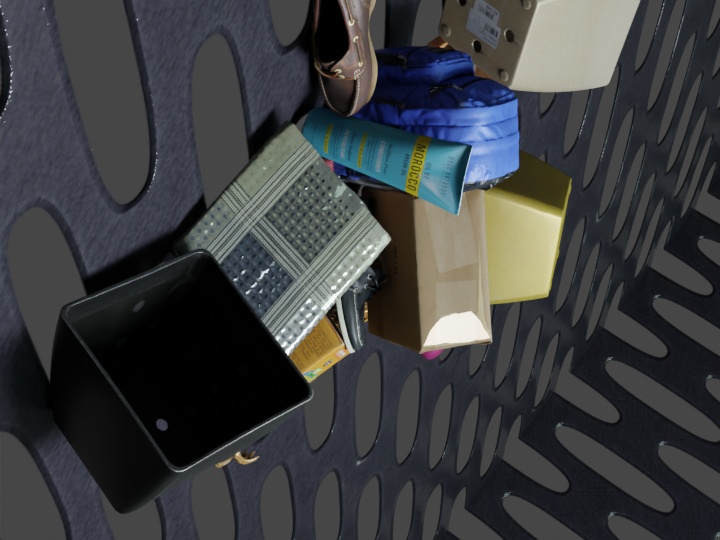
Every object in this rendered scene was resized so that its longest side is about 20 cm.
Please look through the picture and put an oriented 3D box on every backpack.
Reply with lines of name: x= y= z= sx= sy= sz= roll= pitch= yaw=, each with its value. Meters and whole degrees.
backpack: x=0.083 y=-0.172 z=1.642 sx=0.162 sy=0.198 sz=0.170 roll=-30 pitch=124 yaw=-55

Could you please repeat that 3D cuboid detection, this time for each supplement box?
supplement box: x=-0.110 y=0.129 z=1.774 sx=0.199 sy=0.069 sz=0.067 roll=-38 pitch=166 yaw=1

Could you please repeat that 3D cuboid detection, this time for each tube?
tube: x=0.029 y=-0.129 z=1.562 sx=0.050 sy=0.198 sz=0.078 roll=-30 pitch=135 yaw=-56

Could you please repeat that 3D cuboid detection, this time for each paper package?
paper package: x=0.080 y=-0.011 z=1.788 sx=0.102 sy=0.190 sz=0.203 roll=-8 pitch=99 yaw=-20

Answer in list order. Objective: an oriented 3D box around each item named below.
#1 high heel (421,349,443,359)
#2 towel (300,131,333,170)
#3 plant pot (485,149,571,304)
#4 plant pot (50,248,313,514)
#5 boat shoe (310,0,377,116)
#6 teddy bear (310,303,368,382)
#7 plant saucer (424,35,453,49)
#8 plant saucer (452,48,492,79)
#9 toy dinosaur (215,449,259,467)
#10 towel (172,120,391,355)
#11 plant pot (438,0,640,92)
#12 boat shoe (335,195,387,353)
high heel: x=0.109 y=0.038 z=1.915 sx=0.096 sy=0.067 sz=0.202 roll=-62 pitch=170 yaw=-71
towel: x=-0.073 y=-0.109 z=1.659 sx=0.200 sy=0.023 sz=0.145 roll=-35 pitch=150 yaw=-51
plant pot: x=0.202 y=-0.065 z=2.024 sx=0.200 sy=0.174 sz=0.202 roll=-64 pitch=163 yaw=-61
plant pot: x=-0.206 y=0.131 z=1.451 sx=0.199 sy=0.201 sz=0.178 roll=-25 pitch=162 yaw=-44
boat shoe: x=-0.024 y=-0.241 z=1.498 sx=0.070 sy=0.070 sz=0.202 roll=-50 pitch=153 yaw=-38
teddy bear: x=-0.049 y=0.095 z=1.907 sx=0.143 sy=0.068 sz=0.200 roll=-18 pitch=-168 yaw=21
plant saucer: x=0.087 y=-0.217 z=1.864 sx=0.201 sy=0.032 sz=0.201 roll=-49 pitch=159 yaw=-26
plant saucer: x=0.155 y=-0.209 z=1.859 sx=0.200 sy=0.034 sz=0.203 roll=5 pitch=90 yaw=-66
toy dinosaur: x=-0.186 y=0.220 z=1.874 sx=0.200 sy=0.060 sz=0.107 roll=-47 pitch=136 yaw=-40
towel: x=-0.084 y=-0.031 z=1.555 sx=0.200 sy=0.193 sz=0.034 roll=-47 pitch=-157 yaw=-12
plant pot: x=0.213 y=-0.338 z=1.762 sx=0.176 sy=0.200 sz=0.202 roll=-26 pitch=146 yaw=-37
boat shoe: x=0.000 y=0.000 z=1.772 sx=0.075 sy=0.065 sz=0.202 roll=63 pitch=21 yaw=-73
